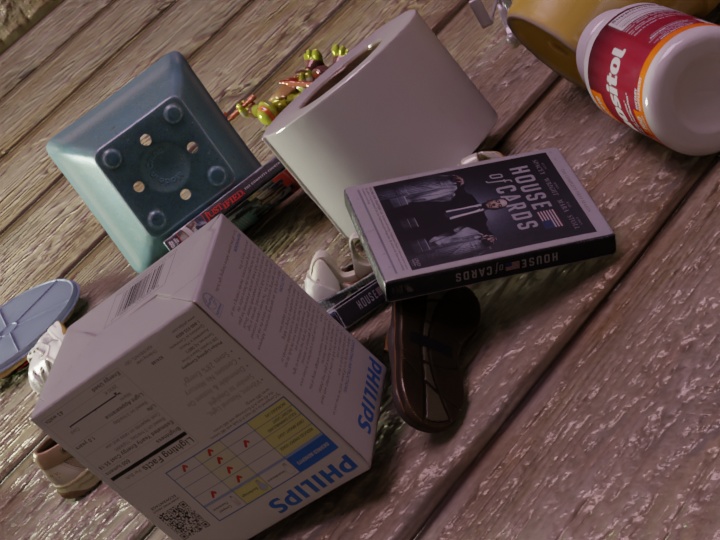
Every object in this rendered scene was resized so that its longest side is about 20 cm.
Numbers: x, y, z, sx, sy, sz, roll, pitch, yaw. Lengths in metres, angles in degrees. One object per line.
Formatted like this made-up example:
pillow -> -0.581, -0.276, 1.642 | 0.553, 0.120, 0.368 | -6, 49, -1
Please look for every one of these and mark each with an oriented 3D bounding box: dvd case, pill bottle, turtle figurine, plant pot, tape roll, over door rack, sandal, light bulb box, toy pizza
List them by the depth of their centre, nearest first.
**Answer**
light bulb box -> -0.118, 0.099, 1.389 | 0.198, 0.200, 0.125 | -33, 25, 29
sandal -> 0.054, 0.070, 1.444 | 0.055, 0.081, 0.201 | -55, 19, 36
dvd case -> 0.100, -0.042, 1.485 | 0.199, 0.025, 0.151 | -12, 36, -8
dvd case -> -0.048, 0.062, 1.526 | 0.200, 0.025, 0.150 | -34, 0, 35
pill bottle -> 0.270, -0.178, 1.556 | 0.113, 0.113, 0.200 | -36, 22, -3
plant pot -> 0.248, -0.288, 1.717 | 0.189, 0.201, 0.201 | -53, 25, -3
tape roll -> 0.021, -0.148, 1.755 | 0.202, 0.139, 0.203 | -39, 12, 9
dvd case -> -0.119, -0.078, 1.909 | 0.200, 0.022, 0.146 | -39, -7, 3
over door rack -> 0.211, -0.311, 1.928 | 0.147, 0.067, 0.200 | -27, 3, 18
plant pot -> -0.223, -0.117, 1.946 | 0.196, 0.196, 0.200 | -36, 9, -4
toy pizza -> -0.416, 0.083, 2.085 | 0.200, 0.032, 0.200 | -28, 23, 13
turtle figurine -> -0.077, -0.225, 2.179 | 0.200, 0.065, 0.161 | -20, 18, 51

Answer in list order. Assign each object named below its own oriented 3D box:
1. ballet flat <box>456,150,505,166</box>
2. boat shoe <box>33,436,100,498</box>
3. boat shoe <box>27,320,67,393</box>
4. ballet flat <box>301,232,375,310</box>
ballet flat -> 0.119, -0.079, 1.631 | 0.068, 0.063, 0.200 | -29, 23, 11
boat shoe -> -0.239, 0.133, 1.704 | 0.071, 0.065, 0.200 | -6, 37, 49
boat shoe -> -0.323, 0.110, 1.865 | 0.069, 0.071, 0.200 | -39, 15, -8
ballet flat -> 0.000, 0.000, 1.629 | 0.199, 0.071, 0.069 | -30, 24, 13
